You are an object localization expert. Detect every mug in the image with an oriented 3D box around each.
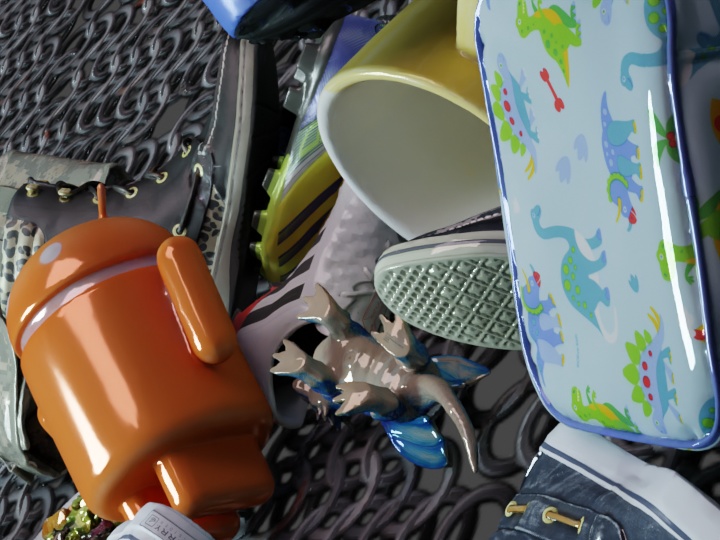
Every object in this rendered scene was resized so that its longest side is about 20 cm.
[{"bbox_3d":[0.089,-0.103,1.143,0.154,0.149,0.186,-54,14,-26],"label":"mug"}]

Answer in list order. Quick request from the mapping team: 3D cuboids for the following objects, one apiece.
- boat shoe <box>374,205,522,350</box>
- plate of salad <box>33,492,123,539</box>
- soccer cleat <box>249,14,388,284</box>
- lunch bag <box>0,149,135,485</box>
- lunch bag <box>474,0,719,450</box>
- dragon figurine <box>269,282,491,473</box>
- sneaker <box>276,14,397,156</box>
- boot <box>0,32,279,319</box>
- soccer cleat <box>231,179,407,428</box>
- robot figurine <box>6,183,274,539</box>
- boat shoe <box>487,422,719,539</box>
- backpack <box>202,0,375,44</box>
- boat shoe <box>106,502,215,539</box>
[{"bbox_3d":[0.102,-0.012,1.049,0.198,0.075,0.063,-11,44,21],"label":"boat shoe"},{"bbox_3d":[-0.171,0.185,1.304,0.200,0.048,0.201,-37,29,25],"label":"plate of salad"},{"bbox_3d":[-0.011,-0.056,1.300,0.065,0.083,0.201,-73,0,-49],"label":"soccer cleat"},{"bbox_3d":[-0.208,0.032,1.487,0.164,0.117,0.201,11,73,57],"label":"lunch bag"},{"bbox_3d":[0.117,-0.034,0.920,0.082,0.202,0.160,-12,7,-27],"label":"lunch bag"},{"bbox_3d":[0.023,0.060,1.132,0.199,0.099,0.059,17,79,49],"label":"dragon figurine"},{"bbox_3d":[0.003,-0.088,1.373,0.077,0.076,0.200,-22,-11,-44],"label":"sneaker"},{"bbox_3d":[-0.132,-0.050,1.353,0.073,0.152,0.206,-26,-55,-77],"label":"boot"},{"bbox_3d":[0.000,0.000,1.252,0.200,0.068,0.085,-50,37,18],"label":"soccer cleat"},{"bbox_3d":[-0.124,0.057,1.243,0.116,0.144,0.201,-25,68,-9],"label":"robot figurine"},{"bbox_3d":[0.108,0.128,0.916,0.091,0.071,0.200,-53,19,-4],"label":"boat shoe"},{"bbox_3d":[-0.015,-0.217,1.098,0.200,0.168,0.162,-43,-11,22],"label":"backpack"},{"bbox_3d":[-0.111,0.165,1.125,0.067,0.073,0.200,-51,-10,-17],"label":"boat shoe"}]
